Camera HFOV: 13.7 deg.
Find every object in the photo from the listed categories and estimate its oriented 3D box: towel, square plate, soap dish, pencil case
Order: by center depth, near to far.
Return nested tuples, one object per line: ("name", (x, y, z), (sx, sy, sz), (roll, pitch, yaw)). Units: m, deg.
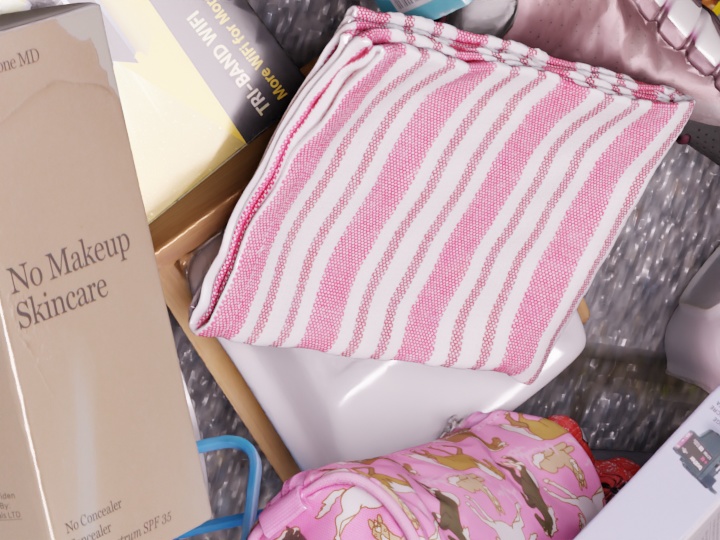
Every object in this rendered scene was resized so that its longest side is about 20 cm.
("towel", (0.037, -0.022, 1.196), (0.200, 0.030, 0.147), (10, 118, -42))
("pencil case", (0.030, 0.109, 1.212), (0.200, 0.086, 0.083), (-12, 118, -64))
("soap dish", (0.000, 0.000, 1.269), (0.157, 0.081, 0.200), (-37, 137, -7))
("square plate", (0.205, -0.030, 1.329), (0.028, 0.198, 0.200), (41, 90, -2))

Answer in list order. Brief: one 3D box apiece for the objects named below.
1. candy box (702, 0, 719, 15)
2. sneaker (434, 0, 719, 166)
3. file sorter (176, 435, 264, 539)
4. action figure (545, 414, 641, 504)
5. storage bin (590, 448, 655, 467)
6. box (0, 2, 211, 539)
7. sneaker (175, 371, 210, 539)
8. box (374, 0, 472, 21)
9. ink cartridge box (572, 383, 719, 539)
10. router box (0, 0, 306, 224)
("candy box", (0.126, -0.148, 1.322), (0.102, 0.026, 0.200), (37, 92, -28))
("sneaker", (0.096, -0.085, 1.282), (0.115, 0.076, 0.200), (-38, 104, 1))
("file sorter", (-0.062, 0.185, 1.243), (0.122, 0.139, 0.200), (-13, 133, 20))
("action figure", (0.141, 0.145, 1.312), (0.065, 0.052, 0.200), (-39, 91, -28))
("storage bin", (0.143, 0.155, 1.407), (0.200, 0.145, 0.135), (6, 81, -27))
("box", (-0.129, 0.010, 1.094), (0.095, 0.078, 0.201), (-26, 107, -52))
("sneaker", (-0.137, 0.036, 1.253), (0.114, 0.073, 0.201), (-22, 109, -11))
("box", (0.089, -0.172, 1.183), (0.200, 0.082, 0.049), (-37, 98, -17))
("ink cartridge box", (0.120, 0.116, 1.225), (0.200, 0.042, 0.119), (-48, 162, -10))
("router box", (-0.141, -0.100, 1.164), (0.157, 0.052, 0.200), (-40, 103, -6))
